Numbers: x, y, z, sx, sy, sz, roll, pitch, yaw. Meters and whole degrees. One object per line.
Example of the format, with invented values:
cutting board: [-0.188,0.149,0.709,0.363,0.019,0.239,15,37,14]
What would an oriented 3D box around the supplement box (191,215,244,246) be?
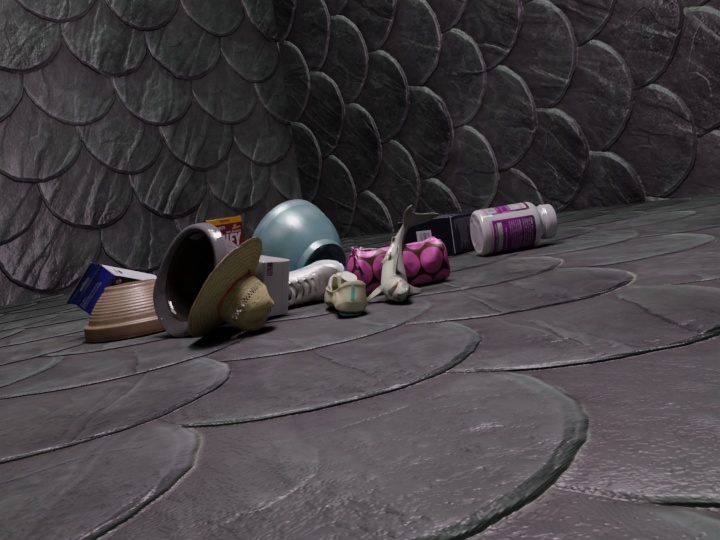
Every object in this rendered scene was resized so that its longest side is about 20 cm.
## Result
supplement box: [-0.516,-0.089,2.739,0.131,0.202,0.199,-11,5,-28]

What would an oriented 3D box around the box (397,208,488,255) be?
box: [0.239,-0.103,2.091,0.180,0.106,0.198,-15,8,-43]

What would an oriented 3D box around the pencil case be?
pencil case: [0.073,-0.012,1.437,0.196,0.096,0.091,-10,5,-20]

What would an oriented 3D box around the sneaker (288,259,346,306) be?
sneaker: [-0.120,0.035,1.429,0.196,0.078,0.081,-15,11,9]

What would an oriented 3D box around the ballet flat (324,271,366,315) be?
ballet flat: [-0.025,0.033,1.268,0.068,0.071,0.200,-10,5,-11]

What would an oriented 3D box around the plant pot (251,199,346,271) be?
plant pot: [-0.113,-0.028,1.542,0.198,0.204,0.133,-13,32,-39]

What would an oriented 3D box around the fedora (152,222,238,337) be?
fedora: [-0.268,0.017,1.295,0.089,0.202,0.177,10,26,-48]

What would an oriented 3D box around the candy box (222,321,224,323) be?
candy box: [-0.282,0.079,1.442,0.100,0.027,0.200,-9,5,9]

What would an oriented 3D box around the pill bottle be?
pill bottle: [0.378,-0.106,1.838,0.196,0.115,0.112,-9,5,-8]

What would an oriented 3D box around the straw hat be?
straw hat: [-0.184,0.051,1.192,0.084,0.203,0.201,32,15,10]

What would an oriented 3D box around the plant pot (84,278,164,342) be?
plant pot: [-0.436,0.071,1.441,0.197,0.095,0.201,-10,4,1]

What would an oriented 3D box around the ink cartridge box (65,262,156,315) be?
ink cartridge box: [-0.494,0.047,1.517,0.039,0.100,0.199,37,8,23]

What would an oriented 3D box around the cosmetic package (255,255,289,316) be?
cosmetic package: [-0.221,0.020,1.367,0.197,0.104,0.073,10,10,37]

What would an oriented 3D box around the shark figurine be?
shark figurine: [0.081,-0.006,1.331,0.088,0.217,0.128,27,-41,-17]
